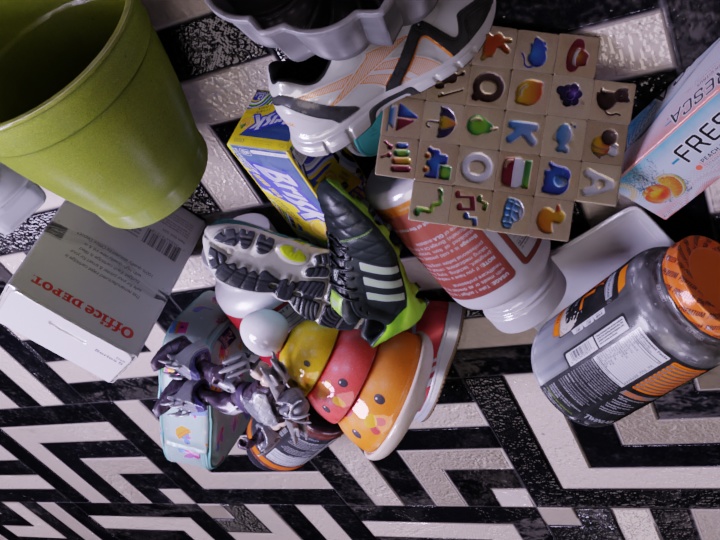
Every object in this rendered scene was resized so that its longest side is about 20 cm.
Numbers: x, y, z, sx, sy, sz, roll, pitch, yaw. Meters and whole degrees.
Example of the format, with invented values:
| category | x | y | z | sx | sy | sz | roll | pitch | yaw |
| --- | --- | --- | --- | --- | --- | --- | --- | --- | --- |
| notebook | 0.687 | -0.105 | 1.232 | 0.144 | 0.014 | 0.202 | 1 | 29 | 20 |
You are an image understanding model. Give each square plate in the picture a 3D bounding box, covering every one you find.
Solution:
| category | x | y | z | sx | sy | sz | roll | pitch | yaw |
| --- | --- | --- | --- | --- | --- | --- | --- | --- | --- |
| square plate | 0.268 | 0.027 | 0.866 | 0.200 | 0.028 | 0.198 | 36 | 136 | -20 |

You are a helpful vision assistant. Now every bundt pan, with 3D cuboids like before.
| category | x | y | z | sx | sy | sz | roll | pitch | yaw |
| --- | --- | --- | --- | --- | --- | --- | --- | --- | --- |
| bundt pan | -0.018 | -0.229 | 0.569 | 0.202 | 0.202 | 0.076 | 4 | 163 | 17 |

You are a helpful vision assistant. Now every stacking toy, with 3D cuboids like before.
| category | x | y | z | sx | sy | sz | roll | pitch | yaw |
| --- | --- | --- | --- | --- | --- | --- | --- | --- | --- |
| stacking toy | -0.036 | 0.100 | 0.875 | 0.200 | 0.146 | 0.146 | 24 | 140 | -6 |

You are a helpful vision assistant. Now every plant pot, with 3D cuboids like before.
| category | x | y | z | sx | sy | sz | roll | pitch | yaw |
| --- | --- | --- | --- | --- | --- | --- | --- | --- | --- |
| plant pot | -0.242 | -0.142 | 0.759 | 0.200 | 0.201 | 0.193 | -2 | 148 | 23 |

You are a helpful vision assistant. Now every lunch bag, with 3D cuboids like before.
| category | x | y | z | sx | sy | sz | roll | pitch | yaw |
| --- | --- | --- | --- | --- | --- | --- | --- | --- | --- |
| lunch bag | -0.181 | 0.130 | 1.031 | 0.077 | 0.160 | 0.200 | 12 | 115 | 15 |

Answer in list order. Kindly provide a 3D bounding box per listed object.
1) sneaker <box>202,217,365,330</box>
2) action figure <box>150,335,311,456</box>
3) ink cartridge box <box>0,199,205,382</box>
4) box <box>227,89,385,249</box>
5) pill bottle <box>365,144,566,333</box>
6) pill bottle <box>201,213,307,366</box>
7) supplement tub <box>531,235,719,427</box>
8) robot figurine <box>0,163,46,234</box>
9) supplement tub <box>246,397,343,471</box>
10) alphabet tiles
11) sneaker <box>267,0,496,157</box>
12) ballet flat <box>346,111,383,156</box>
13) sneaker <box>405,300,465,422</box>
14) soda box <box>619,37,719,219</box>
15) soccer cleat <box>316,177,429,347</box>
| category | x | y | z | sx | sy | sz | roll | pitch | yaw |
| --- | --- | --- | --- | --- | --- | --- | --- | --- | --- |
| sneaker | -0.062 | -0.005 | 0.831 | 0.200 | 0.080 | 0.078 | 25 | 102 | -21 |
| action figure | -0.131 | 0.131 | 0.864 | 0.200 | 0.069 | 0.130 | 9 | 121 | 34 |
| ink cartridge box | -0.279 | -0.003 | 0.903 | 0.145 | 0.200 | 0.084 | 33 | 138 | -17 |
| box | -0.042 | -0.081 | 0.787 | 0.070 | 0.064 | 0.200 | 12 | 155 | 29 |
| pill bottle | 0.105 | -0.036 | 0.779 | 0.112 | 0.112 | 0.200 | -23 | 120 | 38 |
| pill bottle | -0.094 | 0.035 | 0.946 | 0.112 | 0.112 | 0.200 | -7 | 133 | 27 |
| supplement tub | 0.266 | 0.059 | 0.787 | 0.122 | 0.123 | 0.200 | 29 | 138 | -12 |
| robot figurine | -0.430 | -0.130 | 0.883 | 0.170 | 0.113 | 0.200 | 19 | 152 | 48 |
| supplement tub | -0.092 | 0.213 | 1.153 | 0.107 | 0.107 | 0.200 | 29 | 140 | -13 |
| alphabet tiles | 0.117 | -0.115 | 0.681 | 0.200 | 0.167 | 0.006 | 8 | -178 | 6 |
| sneaker | 0.017 | -0.172 | 0.635 | 0.200 | 0.074 | 0.080 | -38 | 135 | -1 |
| ballet flat | -0.015 | -0.187 | 0.702 | 0.069 | 0.069 | 0.200 | 3 | 137 | 17 |
| sneaker | 0.051 | 0.103 | 0.999 | 0.112 | 0.071 | 0.200 | 12 | 132 | 1 |
| soda box | 0.285 | -0.130 | 0.650 | 0.064 | 0.068 | 0.200 | 29 | 138 | -12 |
| soccer cleat | 0.000 | 0.000 | 0.765 | 0.068 | 0.081 | 0.200 | 44 | 169 | 46 |
